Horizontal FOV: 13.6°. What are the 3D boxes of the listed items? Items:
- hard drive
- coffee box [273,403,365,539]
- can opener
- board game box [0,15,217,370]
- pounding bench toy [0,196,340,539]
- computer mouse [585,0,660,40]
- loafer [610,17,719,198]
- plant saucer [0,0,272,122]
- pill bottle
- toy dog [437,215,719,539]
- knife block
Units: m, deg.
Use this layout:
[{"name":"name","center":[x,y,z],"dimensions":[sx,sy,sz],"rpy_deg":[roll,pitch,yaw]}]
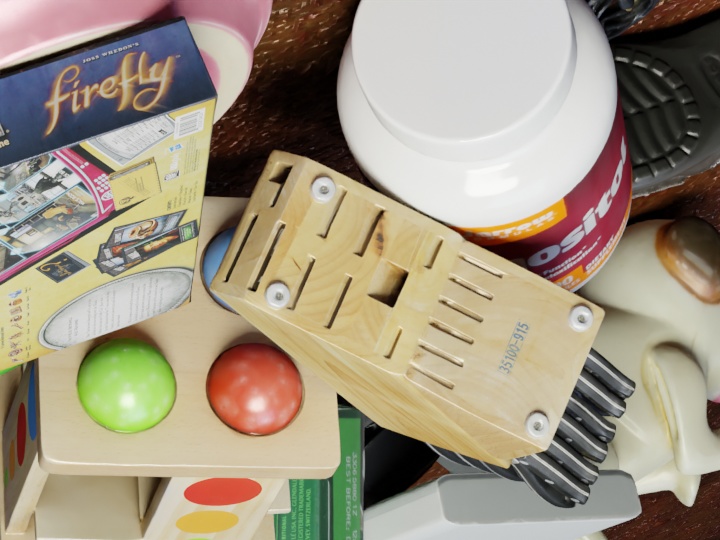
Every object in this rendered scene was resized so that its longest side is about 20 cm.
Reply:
[{"name":"hard drive","center":[0.022,0.137,1.480],"dimensions":[0.132,0.027,0.200],"rpy_deg":[2,161,-41]},{"name":"coffee box","center":[-0.090,0.124,1.440],"dimensions":[0.199,0.123,0.044],"rpy_deg":[-4,173,33]},{"name":"can opener","center":[0.027,0.040,1.499],"dimensions":[0.063,0.079,0.200],"rpy_deg":[-13,-155,45]},{"name":"board game box","center":[-0.125,-0.016,1.100],"dimensions":[0.135,0.035,0.200],"rpy_deg":[-20,162,-14]},{"name":"pounding bench toy","center":[-0.122,0.048,1.290],"dimensions":[0.199,0.125,0.156],"rpy_deg":[2,154,-14]},{"name":"computer mouse","center":[0.100,-0.135,1.225],"dimensions":[0.059,0.034,0.200],"rpy_deg":[-40,168,-5]},{"name":"loafer","center":[0.137,-0.065,1.383],"dimensions":[0.199,0.073,0.071],"rpy_deg":[-17,159,-20]},{"name":"plant saucer","center":[-0.118,-0.070,1.093],"dimensions":[0.200,0.051,0.201],"rpy_deg":[-21,162,-7]},{"name":"pill bottle","center":[0.051,-0.060,1.228],"dimensions":[0.113,0.113,0.200],"rpy_deg":[-24,162,1]},{"name":"toy dog","center":[0.124,0.058,1.604],"dimensions":[0.200,0.194,0.140],"rpy_deg":[-41,172,-24]},{"name":"knife block","center":[0.024,0.032,1.252],"dimensions":[0.200,0.064,0.176],"rpy_deg":[26,167,-10]}]
